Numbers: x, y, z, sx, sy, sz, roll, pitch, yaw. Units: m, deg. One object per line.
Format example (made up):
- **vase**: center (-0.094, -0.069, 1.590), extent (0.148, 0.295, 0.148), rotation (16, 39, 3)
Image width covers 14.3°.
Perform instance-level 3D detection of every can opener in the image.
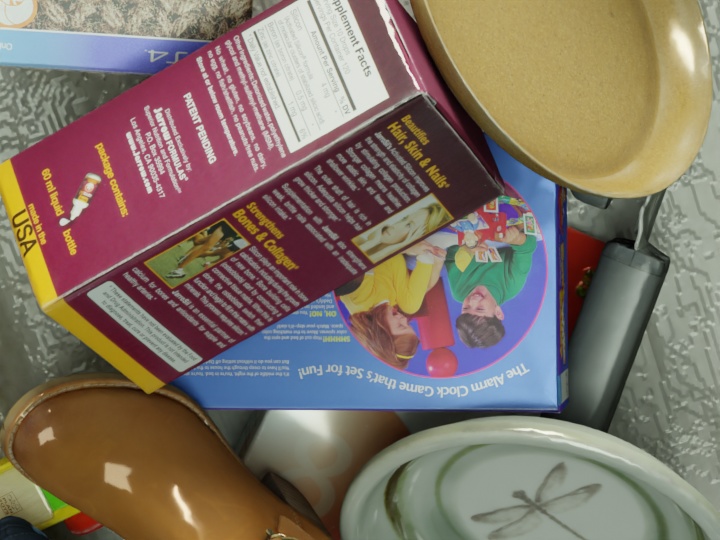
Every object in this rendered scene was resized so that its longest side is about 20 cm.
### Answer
- **can opener**: center (0.117, -0.003, 1.425), extent (0.067, 0.053, 0.201), rotation (21, 96, 10)

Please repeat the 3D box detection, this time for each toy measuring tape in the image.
- **toy measuring tape**: center (-0.172, 0.110, 1.464), extent (0.200, 0.074, 0.074), rotation (-26, 109, 29)

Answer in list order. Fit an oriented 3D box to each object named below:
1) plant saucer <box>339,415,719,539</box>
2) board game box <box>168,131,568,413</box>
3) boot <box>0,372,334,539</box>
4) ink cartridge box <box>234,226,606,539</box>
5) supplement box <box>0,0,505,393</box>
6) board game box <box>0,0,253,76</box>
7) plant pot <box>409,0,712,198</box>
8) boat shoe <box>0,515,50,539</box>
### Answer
- **plant saucer**: center (0.091, 0.125, 1.407), extent (0.199, 0.050, 0.200), rotation (10, 140, 8)
- **board game box**: center (0.000, 0.000, 1.396), extent (0.199, 0.045, 0.135), rotation (0, 93, 10)
- **boot**: center (-0.071, 0.136, 1.341), extent (0.077, 0.155, 0.200), rotation (-45, 126, 10)
- **ink cartridge box**: center (0.042, 0.061, 1.455), extent (0.162, 0.050, 0.200), rotation (23, 109, -11)
- **supplement box**: center (-0.050, -0.041, 1.313), extent (0.200, 0.086, 0.110), rotation (-29, 149, 10)
- **board game box**: center (-0.125, -0.199, 1.335), extent (0.159, 0.097, 0.201), rotation (3, 108, -4)
- **plant pot**: center (0.087, -0.123, 1.339), extent (0.027, 0.200, 0.200), rotation (-26, 111, 42)
- **boat shoe**: center (-0.141, 0.192, 1.464), extent (0.084, 0.069, 0.200), rotation (-20, 139, -12)
